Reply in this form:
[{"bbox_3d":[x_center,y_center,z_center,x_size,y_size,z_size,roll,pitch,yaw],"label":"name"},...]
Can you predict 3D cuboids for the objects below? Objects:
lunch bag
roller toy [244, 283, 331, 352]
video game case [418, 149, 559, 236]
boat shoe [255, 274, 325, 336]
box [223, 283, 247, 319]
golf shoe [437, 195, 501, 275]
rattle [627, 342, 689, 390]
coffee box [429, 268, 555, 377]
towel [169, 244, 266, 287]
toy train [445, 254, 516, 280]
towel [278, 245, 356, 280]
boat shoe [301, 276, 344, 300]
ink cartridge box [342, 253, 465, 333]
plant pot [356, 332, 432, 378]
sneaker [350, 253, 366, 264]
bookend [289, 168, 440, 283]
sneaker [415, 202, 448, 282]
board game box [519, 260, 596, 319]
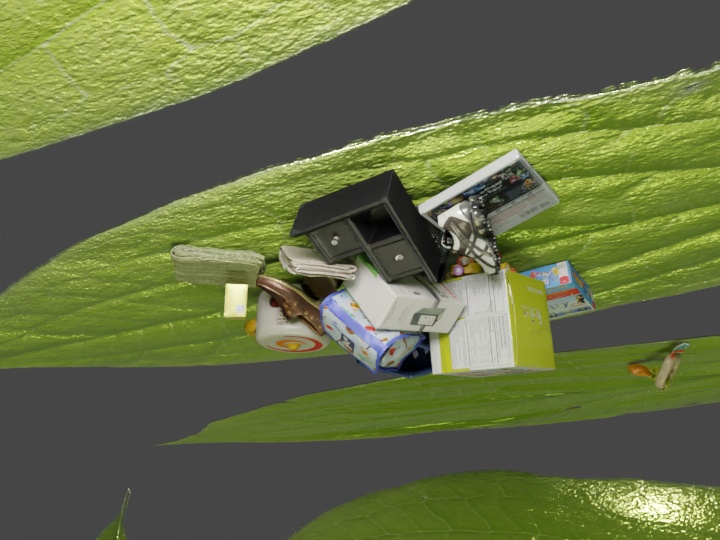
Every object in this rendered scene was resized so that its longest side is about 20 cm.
[{"bbox_3d":[0.017,0.120,1.281,0.124,0.170,0.200,-53,160,6],"label":"lunch bag"},{"bbox_3d":[-0.161,0.123,1.506,0.200,0.140,0.182,16,153,-31],"label":"roller toy"},{"bbox_3d":[0.234,-0.120,1.131,0.200,0.023,0.182,-29,144,27],"label":"video game case"},{"bbox_3d":[-0.145,0.076,1.373,0.200,0.068,0.072,32,167,-14],"label":"boat shoe"},{"bbox_3d":[-0.283,0.074,1.419,0.050,0.075,0.200,3,172,-11],"label":"box"},{"bbox_3d":[0.198,-0.055,1.139,0.094,0.078,0.200,-17,137,15],"label":"golf shoe"},{"bbox_3d":[0.949,0.278,1.994,0.130,0.143,0.200,-32,137,-9],"label":"rattle"},{"bbox_3d":[0.281,0.121,1.348,0.198,0.200,0.200,-14,163,38],"label":"coffee box"},{"bbox_3d":[-0.307,-0.008,1.363,0.200,0.037,0.148,3,154,-10],"label":"towel"},{"bbox_3d":[0.240,0.000,1.386,0.200,0.056,0.150,0,167,-9],"label":"toy train"},{"bbox_3d":[-0.089,-0.016,1.243,0.132,0.035,0.200,7,-171,-14],"label":"towel"},{"bbox_3d":[-0.075,0.020,1.359,0.072,0.072,0.200,49,162,-1],"label":"boat shoe"},{"bbox_3d":[0.088,0.048,1.256,0.200,0.146,0.084,8,120,-40],"label":"ink cartridge box"},{"bbox_3d":[0.120,0.141,1.516,0.200,0.180,0.200,20,147,-38],"label":"plant pot"},{"bbox_3d":[0.000,0.000,1.346,0.085,0.073,0.200,-12,153,17],"label":"sneaker"},{"bbox_3d":[0.013,-0.052,1.136,0.200,0.092,0.199,-17,126,26],"label":"bookend"},{"bbox_3d":[0.146,-0.054,1.224,0.075,0.079,0.200,-8,144,11],"label":"sneaker"},{"bbox_3d":[0.436,0.061,1.505,0.200,0.056,0.196,-17,149,29],"label":"board game box"}]
